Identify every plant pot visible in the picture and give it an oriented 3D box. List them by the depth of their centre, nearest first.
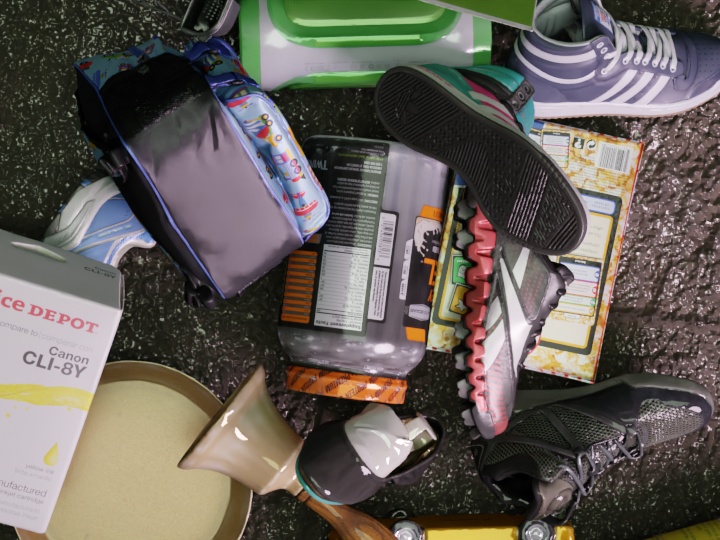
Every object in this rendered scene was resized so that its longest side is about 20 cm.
[{"bbox_3d":[-0.187,0.173,1.700,0.198,0.027,0.202,0,92,-4],"label":"plant pot"}]

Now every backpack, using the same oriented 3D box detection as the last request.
[{"bbox_3d":[-0.133,-0.097,1.602,0.134,0.200,0.183,-34,125,-5],"label":"backpack"}]

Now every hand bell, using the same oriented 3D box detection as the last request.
[{"bbox_3d":[-0.036,0.176,1.643,0.200,0.104,0.104,40,90,-3],"label":"hand bell"}]

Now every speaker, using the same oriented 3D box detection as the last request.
[{"bbox_3d":[0.002,-0.186,1.665,0.198,0.088,0.089,-2,93,-4],"label":"speaker"}]

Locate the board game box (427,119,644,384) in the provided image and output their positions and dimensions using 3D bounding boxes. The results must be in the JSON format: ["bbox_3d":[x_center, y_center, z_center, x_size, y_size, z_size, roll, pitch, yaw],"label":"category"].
[{"bbox_3d":[0.136,-0.022,1.701,0.150,0.046,0.202,12,92,-4],"label":"board game box"}]

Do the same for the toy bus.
[{"bbox_3d":[0.072,0.236,1.700,0.198,0.065,0.079,-1,93,-3],"label":"toy bus"}]

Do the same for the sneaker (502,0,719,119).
[{"bbox_3d":[0.212,-0.178,1.654,0.198,0.109,0.071,-7,57,-11],"label":"sneaker"}]

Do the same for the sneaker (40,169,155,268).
[{"bbox_3d":[-0.239,0.020,1.665,0.077,0.076,0.201,36,92,-1],"label":"sneaker"}]

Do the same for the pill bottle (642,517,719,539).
[{"bbox_3d":[0.310,0.255,1.692,0.198,0.114,0.115,-15,94,-3],"label":"pill bottle"}]

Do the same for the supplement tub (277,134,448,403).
[{"bbox_3d":[0.000,0.000,1.650,0.121,0.123,0.202,7,89,-4],"label":"supplement tub"}]

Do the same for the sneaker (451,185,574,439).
[{"bbox_3d":[0.120,0.033,1.643,0.097,0.071,0.203,2,92,-2],"label":"sneaker"}]

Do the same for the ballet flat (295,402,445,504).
[{"bbox_3d":[0.013,0.135,1.629,0.068,0.200,0.068,-39,78,18],"label":"ballet flat"}]

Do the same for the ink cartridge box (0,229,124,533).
[{"bbox_3d":[-0.279,0.081,1.599,0.144,0.084,0.201,17,108,-14],"label":"ink cartridge box"}]

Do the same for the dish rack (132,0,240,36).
[{"bbox_3d":[-0.162,-0.278,1.639,0.199,0.055,0.155,23,92,19],"label":"dish rack"}]

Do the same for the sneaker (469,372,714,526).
[{"bbox_3d":[0.187,0.146,1.666,0.197,0.115,0.077,-7,138,5],"label":"sneaker"}]

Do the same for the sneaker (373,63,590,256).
[{"bbox_3d":[0.113,-0.092,1.605,0.200,0.120,0.084,42,119,16],"label":"sneaker"}]

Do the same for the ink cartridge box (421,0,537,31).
[{"bbox_3d":[0.067,-0.249,1.615,0.146,0.076,0.201,15,51,-4],"label":"ink cartridge box"}]
